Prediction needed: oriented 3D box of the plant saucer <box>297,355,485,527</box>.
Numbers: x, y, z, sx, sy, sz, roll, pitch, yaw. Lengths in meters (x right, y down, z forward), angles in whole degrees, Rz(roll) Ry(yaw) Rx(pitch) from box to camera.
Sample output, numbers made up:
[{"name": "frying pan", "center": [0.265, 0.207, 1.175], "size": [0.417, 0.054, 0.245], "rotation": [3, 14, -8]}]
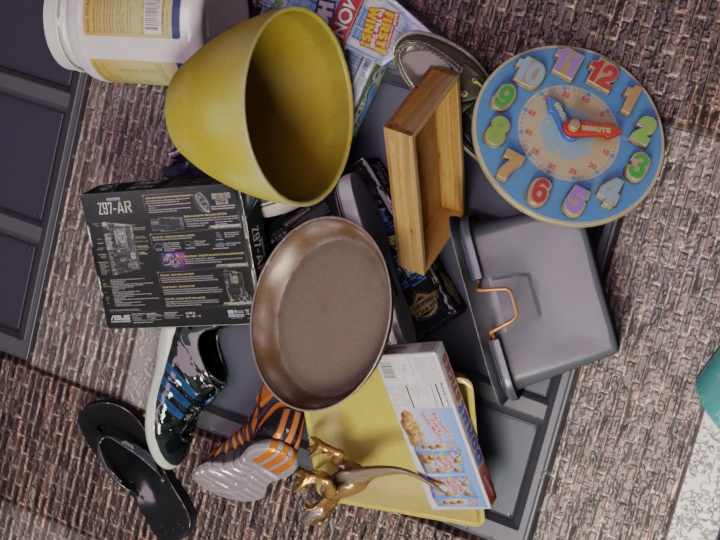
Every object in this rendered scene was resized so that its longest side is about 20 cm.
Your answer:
[{"name": "plant saucer", "center": [0.041, 0.173, 1.560], "size": [0.198, 0.049, 0.202], "rotation": [7, 125, 22]}]

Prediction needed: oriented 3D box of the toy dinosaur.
[{"name": "toy dinosaur", "center": [-0.009, 0.222, 1.561], "size": [0.199, 0.106, 0.061], "rotation": [-31, 41, 46]}]

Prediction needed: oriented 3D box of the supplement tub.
[{"name": "supplement tub", "center": [-0.238, -0.281, 1.613], "size": [0.198, 0.144, 0.146], "rotation": [6, 97, 21]}]

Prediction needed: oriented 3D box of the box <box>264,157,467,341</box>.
[{"name": "box", "center": [-0.014, 0.011, 1.600], "size": [0.199, 0.050, 0.199], "rotation": [-34, 83, 20]}]

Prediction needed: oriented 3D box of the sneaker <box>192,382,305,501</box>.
[{"name": "sneaker", "center": [-0.114, 0.191, 1.645], "size": [0.077, 0.113, 0.199], "rotation": [34, 144, -22]}]

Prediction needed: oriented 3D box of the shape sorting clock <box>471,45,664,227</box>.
[{"name": "shape sorting clock", "center": [0.210, -0.138, 1.453], "size": [0.198, 0.039, 0.202], "rotation": [4, 65, -8]}]

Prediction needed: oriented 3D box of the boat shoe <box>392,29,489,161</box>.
[{"name": "boat shoe", "center": [0.111, -0.170, 1.499], "size": [0.201, 0.060, 0.072], "rotation": [42, 114, -6]}]

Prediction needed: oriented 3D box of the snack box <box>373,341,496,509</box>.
[{"name": "snack box", "center": [0.079, 0.163, 1.489], "size": [0.071, 0.024, 0.201], "rotation": [-6, 119, 28]}]

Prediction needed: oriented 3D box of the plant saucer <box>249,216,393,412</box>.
[{"name": "plant saucer", "center": [-0.035, 0.046, 1.487], "size": [0.199, 0.032, 0.202], "rotation": [-10, 76, 41]}]

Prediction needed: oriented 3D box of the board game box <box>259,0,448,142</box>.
[{"name": "board game box", "center": [-0.018, -0.251, 1.573], "size": [0.199, 0.062, 0.201], "rotation": [29, 104, 18]}]

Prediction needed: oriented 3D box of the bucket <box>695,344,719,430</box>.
[{"name": "bucket", "center": [0.426, 0.109, 1.355], "size": [0.207, 0.207, 0.135], "rotation": [42, 116, 13]}]

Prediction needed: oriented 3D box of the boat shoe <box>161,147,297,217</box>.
[{"name": "boat shoe", "center": [-0.128, -0.111, 1.596], "size": [0.198, 0.075, 0.093], "rotation": [-15, 128, 27]}]

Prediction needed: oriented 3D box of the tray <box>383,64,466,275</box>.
[{"name": "tray", "center": [0.068, -0.100, 1.471], "size": [0.037, 0.099, 0.201], "rotation": [20, 144, 24]}]

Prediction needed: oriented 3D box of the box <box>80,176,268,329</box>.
[{"name": "box", "center": [-0.201, -0.019, 1.599], "size": [0.198, 0.044, 0.162], "rotation": [-3, 107, 21]}]

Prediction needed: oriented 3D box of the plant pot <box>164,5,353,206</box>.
[{"name": "plant pot", "center": [-0.117, -0.167, 1.498], "size": [0.141, 0.199, 0.202], "rotation": [1, 95, 33]}]

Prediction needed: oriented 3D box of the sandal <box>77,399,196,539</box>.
[{"name": "sandal", "center": [-0.267, 0.235, 1.722], "size": [0.076, 0.043, 0.200], "rotation": [-44, 79, 19]}]

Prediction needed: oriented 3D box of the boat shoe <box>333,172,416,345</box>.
[{"name": "boat shoe", "center": [0.000, 0.000, 1.538], "size": [0.066, 0.070, 0.202], "rotation": [-18, 95, 19]}]

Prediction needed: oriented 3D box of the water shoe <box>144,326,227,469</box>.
[{"name": "water shoe", "center": [-0.197, 0.136, 1.669], "size": [0.078, 0.071, 0.202], "rotation": [9, 97, 23]}]

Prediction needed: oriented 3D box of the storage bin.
[{"name": "storage bin", "center": [0.182, 0.023, 1.483], "size": [0.133, 0.145, 0.202], "rotation": [-16, 88, 12]}]
